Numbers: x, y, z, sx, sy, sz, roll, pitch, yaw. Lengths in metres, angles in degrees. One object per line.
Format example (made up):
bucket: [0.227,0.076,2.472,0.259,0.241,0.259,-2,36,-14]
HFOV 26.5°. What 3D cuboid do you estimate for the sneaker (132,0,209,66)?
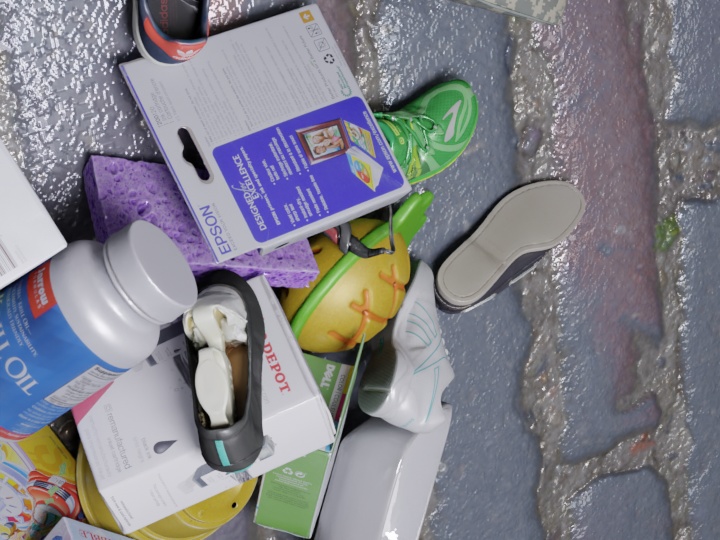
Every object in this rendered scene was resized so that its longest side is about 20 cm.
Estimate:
sneaker: [-0.158,-0.270,1.258,0.075,0.084,0.200,-16,101,-24]

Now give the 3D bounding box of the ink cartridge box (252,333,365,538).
ink cartridge box: [-0.048,0.149,1.421,0.200,0.059,0.104,104,4,-48]

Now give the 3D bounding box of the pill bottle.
pill bottle: [-0.233,0.045,1.231,0.200,0.112,0.112,-34,127,17]

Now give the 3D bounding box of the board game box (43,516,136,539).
board game box: [-0.247,0.332,1.403,0.200,0.041,0.200,27,109,-40]

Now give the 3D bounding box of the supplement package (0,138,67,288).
supplement package: [-0.313,-0.027,1.169,0.114,0.200,0.110,-34,97,-18]

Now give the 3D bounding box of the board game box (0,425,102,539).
board game box: [-0.319,0.195,1.358,0.134,0.034,0.200,-40,123,-15]

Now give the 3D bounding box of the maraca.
maraca: [0.000,0.000,1.452,0.107,0.137,0.200,42,67,9]

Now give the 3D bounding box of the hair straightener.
hair straightener: [-0.042,-0.085,1.372,0.200,0.041,0.077,38,86,5]

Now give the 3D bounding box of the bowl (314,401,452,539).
bowl: [0.018,0.224,1.524,0.200,0.075,0.200,-20,127,-70]

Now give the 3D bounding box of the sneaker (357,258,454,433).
sneaker: [0.050,0.076,1.483,0.080,0.070,0.200,33,43,-22]

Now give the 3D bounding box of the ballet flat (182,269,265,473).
ballet flat: [-0.111,0.066,1.237,0.068,0.200,0.068,-16,143,5]

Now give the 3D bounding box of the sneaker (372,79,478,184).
sneaker: [0.037,-0.117,1.444,0.200,0.084,0.074,-36,80,-18]

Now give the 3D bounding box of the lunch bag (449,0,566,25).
lunch bag: [0.109,-0.320,1.358,0.139,0.200,0.168,6,104,-35]

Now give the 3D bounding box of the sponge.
sponge: [-0.140,-0.041,1.349,0.200,0.112,0.030,4,142,-32]

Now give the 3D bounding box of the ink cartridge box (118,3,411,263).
ink cartridge box: [-0.085,-0.118,1.333,0.200,0.043,0.198,-22,79,-26]

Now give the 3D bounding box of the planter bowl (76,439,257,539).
planter bowl: [-0.154,0.177,1.406,0.200,0.083,0.201,-10,105,-41]

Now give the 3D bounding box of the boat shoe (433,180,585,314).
boat shoe: [0.150,-0.023,1.587,0.200,0.073,0.063,-38,166,-23]

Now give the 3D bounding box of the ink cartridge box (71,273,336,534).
ink cartridge box: [-0.140,0.112,1.306,0.200,0.146,0.085,-23,144,-7]
